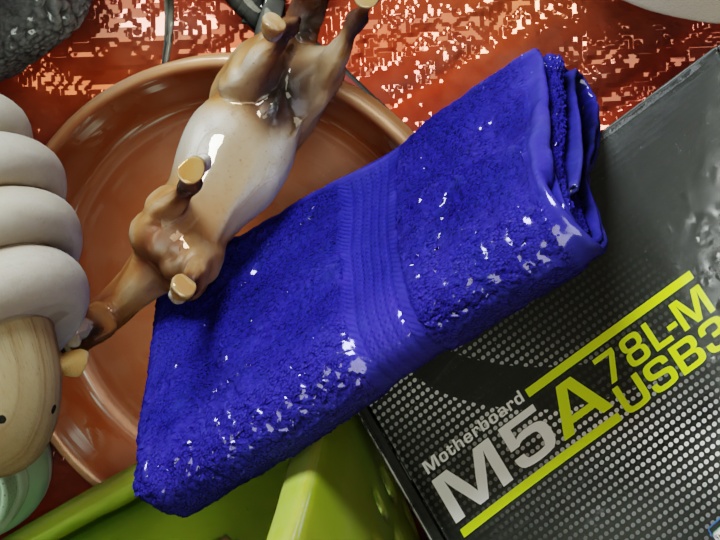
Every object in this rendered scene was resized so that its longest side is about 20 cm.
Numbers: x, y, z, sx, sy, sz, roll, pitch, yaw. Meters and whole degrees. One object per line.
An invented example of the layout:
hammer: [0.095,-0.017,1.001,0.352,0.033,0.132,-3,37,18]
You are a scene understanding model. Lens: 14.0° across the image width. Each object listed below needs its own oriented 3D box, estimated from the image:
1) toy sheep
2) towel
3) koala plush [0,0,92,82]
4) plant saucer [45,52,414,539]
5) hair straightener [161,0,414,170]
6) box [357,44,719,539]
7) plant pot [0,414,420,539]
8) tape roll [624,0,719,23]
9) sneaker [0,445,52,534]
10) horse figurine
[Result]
toy sheep: [-0.169,-0.013,1.084,0.138,0.138,0.201,-33,75,1]
towel: [0.000,0.000,1.091,0.200,0.148,0.050,-34,109,17]
koala plush: [-0.174,-0.160,1.128,0.176,0.200,0.185,-4,91,0]
plant saucer: [-0.048,0.011,1.196,0.199,0.032,0.202,2,101,11]
hair straightener: [-0.016,-0.043,1.207,0.077,0.041,0.200,-45,96,1]
box: [0.109,0.046,1.088,0.200,0.047,0.194,-36,60,10]
plant pot: [-0.052,0.181,1.121,0.198,0.200,0.182,-30,105,14]
tape roll: [0.148,-0.185,1.158,0.201,0.037,0.204,0,58,-1]
sneaker: [-0.226,0.102,1.174,0.199,0.118,0.074,-19,92,2]
horse figurine: [-0.047,-0.049,1.109,0.050,0.133,0.201,30,77,-4]
